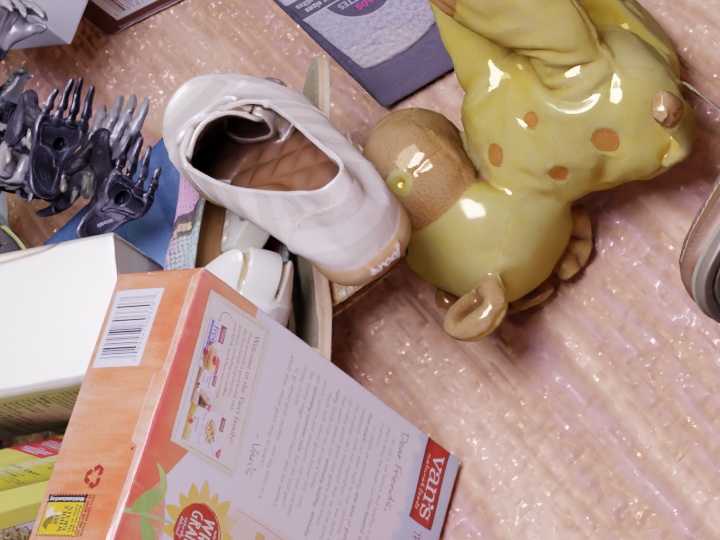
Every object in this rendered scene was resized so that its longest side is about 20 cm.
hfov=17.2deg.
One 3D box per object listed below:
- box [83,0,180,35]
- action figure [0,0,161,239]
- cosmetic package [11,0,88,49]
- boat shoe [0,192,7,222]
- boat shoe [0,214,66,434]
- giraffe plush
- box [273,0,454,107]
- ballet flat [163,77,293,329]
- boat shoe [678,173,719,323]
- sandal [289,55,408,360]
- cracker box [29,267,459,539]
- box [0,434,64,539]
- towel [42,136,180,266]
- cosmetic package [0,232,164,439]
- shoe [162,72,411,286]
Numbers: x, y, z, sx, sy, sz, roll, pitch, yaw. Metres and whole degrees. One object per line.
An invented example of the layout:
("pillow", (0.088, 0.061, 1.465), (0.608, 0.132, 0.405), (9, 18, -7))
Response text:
("box", (-0.136, -0.257, 1.488), (0.100, 0.075, 0.201), (-21, 52, 30))
("action figure", (-0.173, -0.080, 1.298), (0.102, 0.119, 0.200), (-57, 31, -5))
("cosmetic package", (-0.203, -0.229, 1.437), (0.150, 0.052, 0.201), (2, 65, 42))
("boat shoe", (-0.238, 0.035, 1.383), (0.060, 0.075, 0.202), (120, 160, -61))
("boat shoe", (-0.200, 0.016, 1.283), (0.072, 0.061, 0.201), (-49, 48, 3))
("giraffe plush", (0.071, -0.060, 1.133), (0.200, 0.172, 0.162), (44, 107, 13))
("box", (0.050, -0.201, 1.239), (0.199, 0.132, 0.115), (-29, 45, 23))
("ballet flat", (-0.059, -0.012, 1.185), (0.071, 0.069, 0.202), (-39, 42, 47))
("boat shoe", (0.204, -0.060, 1.058), (0.200, 0.072, 0.068), (-46, 40, -11))
("sandal", (-0.001, 0.001, 1.204), (0.078, 0.069, 0.214), (135, 141, -73))
("cracker box", (-0.046, 0.104, 1.058), (0.057, 0.200, 0.135), (-4, 59, 40))
("box", (-0.144, 0.114, 1.142), (0.075, 0.199, 0.051), (16, 108, 40))
("towel", (-0.111, -0.009, 1.309), (0.200, 0.048, 0.112), (-40, 43, 12))
("cosmetic package", (-0.196, 0.043, 1.178), (0.198, 0.104, 0.074), (-11, 76, 9))
("shoe", (-0.044, -0.057, 1.124), (0.070, 0.053, 0.200), (-48, 39, -5))
